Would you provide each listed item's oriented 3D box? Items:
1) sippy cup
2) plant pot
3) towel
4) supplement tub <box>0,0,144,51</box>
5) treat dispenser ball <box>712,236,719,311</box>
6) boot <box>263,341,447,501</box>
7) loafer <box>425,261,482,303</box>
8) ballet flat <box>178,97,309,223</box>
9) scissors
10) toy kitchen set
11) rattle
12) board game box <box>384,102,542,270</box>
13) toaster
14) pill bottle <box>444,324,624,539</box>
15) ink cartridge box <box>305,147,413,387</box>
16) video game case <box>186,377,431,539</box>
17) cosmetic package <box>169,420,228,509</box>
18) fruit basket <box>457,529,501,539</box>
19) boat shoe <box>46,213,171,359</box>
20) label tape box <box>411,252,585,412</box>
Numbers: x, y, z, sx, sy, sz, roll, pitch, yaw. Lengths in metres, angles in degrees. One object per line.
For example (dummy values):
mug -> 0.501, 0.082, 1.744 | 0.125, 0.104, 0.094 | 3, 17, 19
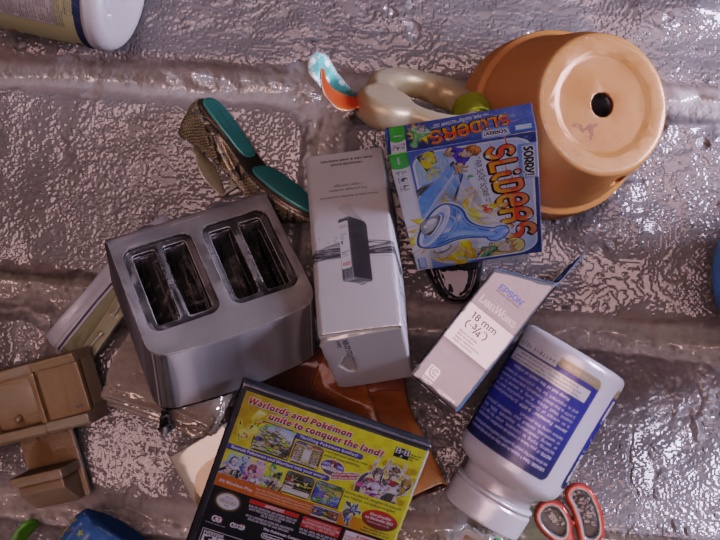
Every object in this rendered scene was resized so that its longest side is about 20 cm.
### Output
sippy cup -> -0.294, 0.337, 1.045 | 0.177, 0.139, 0.131 | 34, 79, -19
plant pot -> 0.216, -0.157, 0.984 | 0.198, 0.140, 0.202 | 0, 88, -14
towel -> -0.181, 0.078, 1.041 | 0.132, 0.035, 0.201 | 19, 56, 8
supplement tub -> -0.351, -0.332, 1.064 | 0.198, 0.145, 0.146 | 14, 89, 6
treat dispenser ball -> 0.453, 0.003, 0.952 | 0.199, 0.201, 0.203 | 0, 87, 5
boot -> -0.025, 0.171, 1.036 | 0.187, 0.069, 0.201 | -15, 70, -8
loafer -> 0.097, -0.065, 1.055 | 0.071, 0.063, 0.202 | -3, 87, 3
ballet flat -> -0.130, -0.106, 1.083 | 0.200, 0.068, 0.075 | 45, 114, 11
scissors -> 0.248, 0.333, 1.049 | 0.073, 0.014, 0.201 | -19, 85, 3
toy kitchen set -> -0.388, 0.196, 1.017 | 0.199, 0.180, 0.164 | -15, 94, 15
rattle -> 0.023, -0.129, 0.946 | 0.199, 0.143, 0.131 | -9, 57, -36
board game box -> 0.106, -0.075, 0.937 | 0.134, 0.200, 0.035 | -9, 57, 8
toaster -> -0.151, 0.034, 0.981 | 0.180, 0.119, 0.201 | -18, 58, -16
pill bottle -> 0.176, 0.171, 1.010 | 0.119, 0.120, 0.201 | 31, 91, 5
ink cartridge box -> 0.000, 0.000, 0.988 | 0.083, 0.145, 0.201 | -7, 64, 5
video game case -> -0.052, 0.223, 0.959 | 0.199, 0.026, 0.182 | 19, 96, -7
cosmetic package -> -0.116, 0.263, 1.040 | 0.071, 0.105, 0.201 | -31, 87, 3
fruit basket -> 0.146, 0.400, 1.018 | 0.184, 0.094, 0.201 | 28, 93, 5
boat shoe -> -0.269, 0.023, 1.088 | 0.062, 0.072, 0.200 | 42, 102, -8
label tape box -> 0.140, 0.047, 1.007 | 0.063, 0.144, 0.200 | 39, 91, 7
